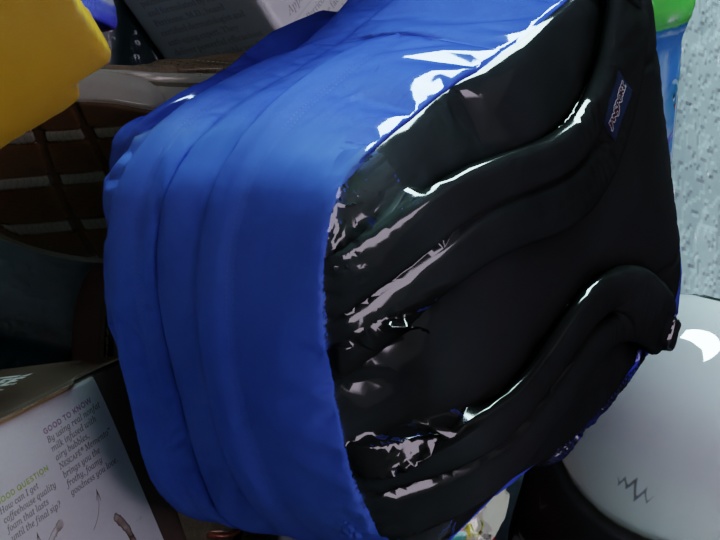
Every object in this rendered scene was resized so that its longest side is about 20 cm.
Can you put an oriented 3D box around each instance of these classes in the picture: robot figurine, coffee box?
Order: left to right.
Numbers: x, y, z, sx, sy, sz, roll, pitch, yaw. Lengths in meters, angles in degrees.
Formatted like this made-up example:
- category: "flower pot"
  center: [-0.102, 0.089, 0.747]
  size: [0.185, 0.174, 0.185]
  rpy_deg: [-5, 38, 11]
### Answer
- category: "coffee box"
  center: [-0.108, 0.138, 0.831]
  size: [0.080, 0.114, 0.200]
  rpy_deg: [-28, 105, -46]
- category: "robot figurine"
  center: [0.133, 0.098, 1.085]
  size: [0.150, 0.200, 0.125]
  rpy_deg: [-6, 52, -13]

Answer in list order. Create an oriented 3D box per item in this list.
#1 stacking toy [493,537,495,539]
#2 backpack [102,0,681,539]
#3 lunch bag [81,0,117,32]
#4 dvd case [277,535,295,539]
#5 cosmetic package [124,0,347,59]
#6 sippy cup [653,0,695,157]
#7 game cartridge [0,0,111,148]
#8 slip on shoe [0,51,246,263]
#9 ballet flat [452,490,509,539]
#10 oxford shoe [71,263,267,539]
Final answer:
- category: "stacking toy"
  center: [0.061, 0.185, 1.071]
  size: [0.085, 0.085, 0.200]
  rpy_deg: [-38, 105, -45]
- category: "backpack"
  center: [0.000, 0.000, 0.816]
  size: [0.200, 0.167, 0.163]
  rpy_deg: [-43, 126, -47]
- category: "lunch bag"
  center: [-0.167, -0.162, 0.819]
  size: [0.200, 0.124, 0.171]
  rpy_deg: [-2, 87, -42]
- category: "dvd case"
  center: [-0.022, 0.151, 0.959]
  size: [0.143, 0.017, 0.201]
  rpy_deg: [78, 18, -72]
- category: "cosmetic package"
  center: [-0.058, -0.157, 0.992]
  size: [0.200, 0.071, 0.102]
  rpy_deg: [56, 48, -26]
- category: "sippy cup"
  center: [0.082, -0.062, 1.100]
  size: [0.177, 0.140, 0.131]
  rpy_deg: [-10, 101, -29]
- category: "game cartridge"
  center: [-0.181, -0.071, 0.730]
  size: [0.032, 0.176, 0.200]
  rpy_deg: [59, -1, 28]
- category: "slip on shoe"
  center: [-0.062, -0.052, 0.936]
  size: [0.199, 0.061, 0.076]
  rpy_deg: [-5, 124, -11]
- category: "ballet flat"
  center: [0.027, 0.084, 0.972]
  size: [0.200, 0.064, 0.076]
  rpy_deg: [-64, 164, -76]
- category: "oxford shoe"
  center: [-0.063, 0.089, 0.940]
  size: [0.070, 0.075, 0.201]
  rpy_deg: [-6, 88, -49]
